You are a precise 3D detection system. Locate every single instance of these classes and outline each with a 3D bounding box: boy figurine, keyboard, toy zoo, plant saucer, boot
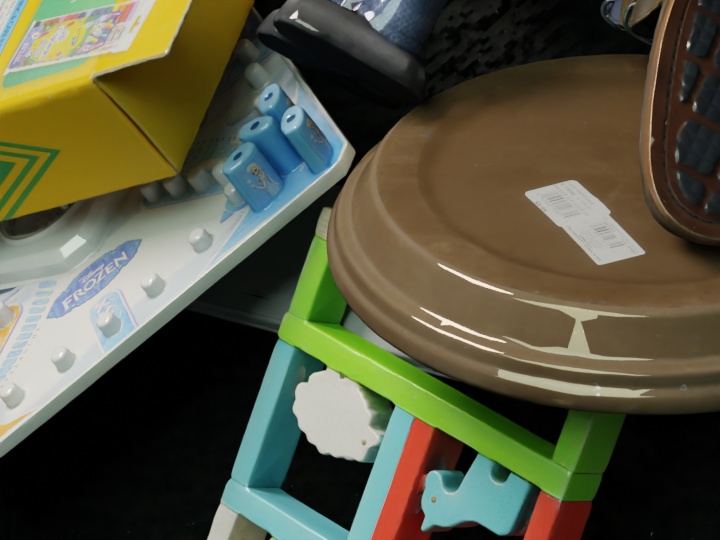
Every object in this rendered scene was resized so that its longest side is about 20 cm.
[{"bbox_3d":[0.041,-0.153,0.912,0.064,0.124,0.201,28,87,-9],"label":"boy figurine"},{"bbox_3d":[0.000,0.000,0.929,0.199,0.011,0.057,13,71,39],"label":"keyboard"},{"bbox_3d":[0.005,0.096,0.884,0.131,0.020,0.201,27,103,38],"label":"toy zoo"},{"bbox_3d":[0.088,-0.020,0.863,0.198,0.030,0.201,-1,31,0],"label":"plant saucer"},{"bbox_3d":[0.120,-0.076,0.878,0.074,0.097,0.201,29,59,-8],"label":"boot"}]

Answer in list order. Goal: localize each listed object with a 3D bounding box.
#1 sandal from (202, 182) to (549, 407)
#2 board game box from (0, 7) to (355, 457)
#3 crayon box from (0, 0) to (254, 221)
[{"bbox_3d":[0.031,0.005,0.942,0.199,0.048,0.076,11,74,40],"label":"sandal"},{"bbox_3d":[-0.113,-0.026,0.971,0.200,0.026,0.200,-39,33,4],"label":"board game box"},{"bbox_3d":[-0.107,-0.081,0.959,0.199,0.052,0.126,-13,42,37],"label":"crayon box"}]
